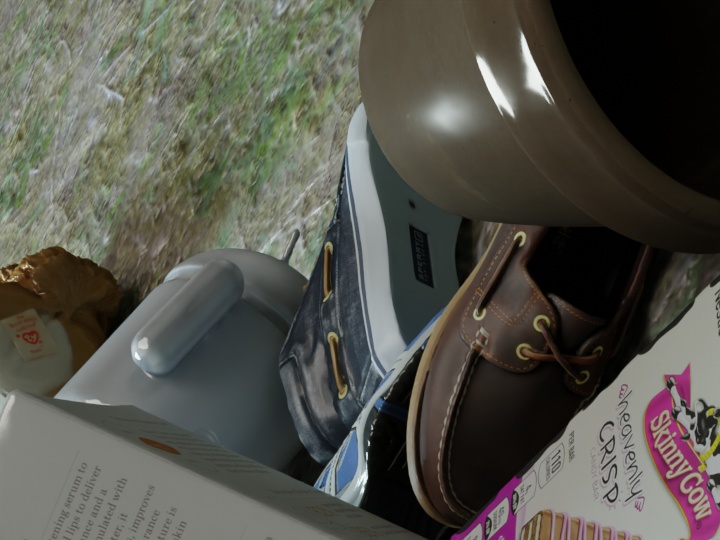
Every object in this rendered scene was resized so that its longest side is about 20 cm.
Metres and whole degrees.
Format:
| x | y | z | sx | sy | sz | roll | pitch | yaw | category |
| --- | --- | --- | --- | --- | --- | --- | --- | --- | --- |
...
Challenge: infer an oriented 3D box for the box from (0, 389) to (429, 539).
| x | y | z | sx | sy | sz | roll | pitch | yaw | category |
| --- | --- | --- | --- | --- | --- | --- | --- | --- | --- |
| -0.053 | 0.138 | 1.005 | 0.107 | 0.199 | 0.152 | -67 | -15 | 0 | box |

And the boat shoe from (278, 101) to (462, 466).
| x | y | z | sx | sy | sz | roll | pitch | yaw | category |
| --- | --- | --- | --- | --- | --- | --- | --- | --- | --- |
| 0.000 | 0.000 | 1.224 | 0.091 | 0.071 | 0.201 | -39 | 35 | 32 | boat shoe |

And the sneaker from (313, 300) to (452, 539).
| x | y | z | sx | sy | sz | roll | pitch | yaw | category |
| --- | --- | --- | --- | --- | --- | --- | --- | --- | --- |
| 0.017 | 0.086 | 1.117 | 0.201 | 0.076 | 0.077 | -59 | 22 | 8 | sneaker |

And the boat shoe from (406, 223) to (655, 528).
| x | y | z | sx | sy | sz | roll | pitch | yaw | category |
| --- | --- | --- | --- | --- | --- | --- | --- | --- | --- |
| 0.080 | 0.016 | 1.051 | 0.070 | 0.070 | 0.201 | 2 | 70 | 67 | boat shoe |

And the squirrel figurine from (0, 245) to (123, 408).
| x | y | z | sx | sy | sz | roll | pitch | yaw | category |
| --- | --- | --- | --- | --- | --- | --- | --- | --- | --- |
| -0.239 | 0.085 | 1.646 | 0.187 | 0.141 | 0.200 | -57 | 9 | 47 | squirrel figurine |

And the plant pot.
| x | y | z | sx | sy | sz | roll | pitch | yaw | category |
| --- | --- | --- | --- | --- | --- | --- | --- | --- | --- |
| 0.091 | -0.094 | 0.950 | 0.174 | 0.200 | 0.201 | -19 | 52 | 56 | plant pot |

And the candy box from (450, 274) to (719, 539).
| x | y | z | sx | sy | sz | roll | pitch | yaw | category |
| --- | --- | --- | --- | --- | --- | --- | --- | --- | --- |
| 0.109 | 0.098 | 0.830 | 0.200 | 0.061 | 0.137 | -48 | 29 | 36 | candy box |

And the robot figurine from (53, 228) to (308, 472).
| x | y | z | sx | sy | sz | roll | pitch | yaw | category |
| --- | --- | --- | --- | --- | --- | --- | --- | --- | --- |
| -0.083 | 0.068 | 1.261 | 0.200 | 0.113 | 0.170 | -50 | -22 | -31 | robot figurine |
